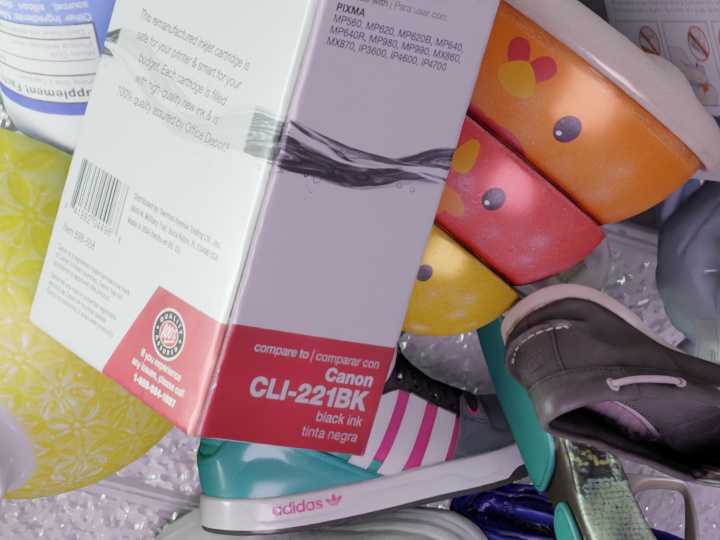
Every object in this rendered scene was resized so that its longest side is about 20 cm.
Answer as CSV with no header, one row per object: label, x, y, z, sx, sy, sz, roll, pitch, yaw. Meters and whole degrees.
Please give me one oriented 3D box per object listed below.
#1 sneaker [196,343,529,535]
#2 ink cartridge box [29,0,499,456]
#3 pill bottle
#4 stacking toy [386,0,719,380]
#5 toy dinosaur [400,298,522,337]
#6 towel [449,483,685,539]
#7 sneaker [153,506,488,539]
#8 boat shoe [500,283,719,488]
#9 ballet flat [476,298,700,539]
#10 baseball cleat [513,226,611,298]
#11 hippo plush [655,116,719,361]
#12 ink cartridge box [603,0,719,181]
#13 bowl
sneaker,0.009,0.045,1.344,0.200,0.084,0.121,-11,98,-33
ink cartridge box,-0.039,-0.048,1.115,0.084,0.144,0.200,9,102,-35
pill bottle,-0.104,-0.118,1.211,0.112,0.112,0.200,-13,121,-2
stacking toy,0.039,-0.021,1.181,0.146,0.146,0.200,36,91,-25
toy dinosaur,0.000,0.000,1.259,0.200,0.088,0.048,28,120,21
towel,0.112,0.186,1.401,0.148,0.050,0.200,23,142,19
sneaker,-0.038,0.158,1.355,0.200,0.089,0.075,-10,118,34
boat shoe,0.137,0.066,1.210,0.200,0.057,0.067,23,132,-36
ballet flat,0.110,0.091,1.301,0.074,0.200,0.074,-16,163,-5
baseball cleat,0.033,-0.059,1.294,0.070,0.106,0.200,-38,89,0
hippo plush,0.221,-0.025,1.290,0.161,0.159,0.200,-5,102,-19
ink cartridge box,0.154,-0.136,1.186,0.047,0.160,0.200,-22,104,-24
bowl,-0.170,0.040,1.241,0.200,0.108,0.200,14,143,10
